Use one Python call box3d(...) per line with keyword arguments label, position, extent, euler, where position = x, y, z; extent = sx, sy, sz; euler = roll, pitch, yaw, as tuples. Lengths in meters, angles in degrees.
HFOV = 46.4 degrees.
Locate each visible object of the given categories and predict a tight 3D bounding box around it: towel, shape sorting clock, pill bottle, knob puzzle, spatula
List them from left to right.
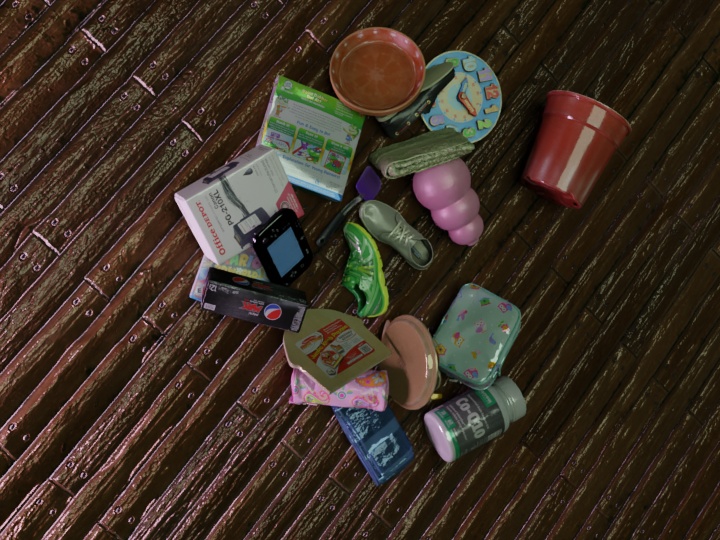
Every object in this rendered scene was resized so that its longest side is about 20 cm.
box3d(label="knob puzzle", position=(-0.067, 0.148, 1.661), extent=(0.216, 0.221, 0.031), euler=(-3, 133, -18))
box3d(label="spatula", position=(-0.026, -0.126, 1.735), extent=(0.201, 0.020, 0.057), euler=(-50, 119, -11))
box3d(label="towel", position=(0.028, 0.329, 1.728), extent=(0.111, 0.048, 0.202), euler=(-33, 98, -17))
box3d(label="towel", position=(0.123, -0.244, 1.720), extent=(0.197, 0.149, 0.037), euler=(-20, 115, -8))
box3d(label="shape sorting clock", position=(0.215, -0.374, 1.815), extent=(0.197, 0.039, 0.204), euler=(1, 88, -19))
box3d(label="pill bottle", position=(0.242, 0.308, 1.767), extent=(0.198, 0.113, 0.115), euler=(-25, 96, -18))

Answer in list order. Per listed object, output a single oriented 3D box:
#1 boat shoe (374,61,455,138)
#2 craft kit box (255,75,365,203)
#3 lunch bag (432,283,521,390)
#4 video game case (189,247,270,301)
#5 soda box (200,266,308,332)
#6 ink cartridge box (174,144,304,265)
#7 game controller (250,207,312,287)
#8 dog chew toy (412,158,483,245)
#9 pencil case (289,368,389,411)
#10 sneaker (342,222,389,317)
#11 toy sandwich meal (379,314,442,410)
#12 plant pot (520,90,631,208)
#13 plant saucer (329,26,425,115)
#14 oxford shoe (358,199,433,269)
box3d(label="boat shoe", position=(0.121, -0.359, 1.758), extent=(0.201, 0.074, 0.063), euler=(-41, 122, -5))
box3d(label="craft kit box", position=(-0.106, -0.263, 1.702), extent=(0.197, 0.048, 0.201), euler=(19, 85, -17))
box3d(label="lunch bag", position=(0.241, 0.144, 1.759), extent=(0.159, 0.077, 0.202), euler=(27, 76, 15))
box3d(label="video game case", position=(-0.238, -0.019, 1.663), extent=(0.141, 0.018, 0.203), euler=(21, 82, -16))
box3d(label="soda box", position=(-0.204, 0.057, 1.615), extent=(0.197, 0.071, 0.064), euler=(16, 109, -15))
box3d(label="ink cartridge box", position=(-0.229, -0.125, 1.597), extent=(0.199, 0.084, 0.146), euler=(-32, 115, -15))
box3d(label="game controller", position=(-0.148, -0.039, 1.618), extent=(0.104, 0.201, 0.042), euler=(-35, 60, -10))
box3d(label="dog chew toy", position=(0.193, -0.143, 1.764), extent=(0.124, 0.124, 0.202), euler=(-36, 108, -16))
box3d(label="pencil case", position=(-0.042, 0.231, 1.659), extent=(0.196, 0.087, 0.089), euler=(4, 87, 1))
box3d(label="sneaker", position=(0.000, 0.000, 1.714), extent=(0.083, 0.074, 0.203), euler=(-18, 95, -22))
box3d(label="toy sandwich meal", position=(0.106, 0.181, 1.684), extent=(0.069, 0.204, 0.209), euler=(-2, 89, -34))
box3d(label="plant pot", position=(0.452, -0.253, 1.822), extent=(0.199, 0.201, 0.197), euler=(27, 89, -16))
box3d(label="plant saucer", position=(0.035, -0.406, 1.724), extent=(0.197, 0.032, 0.204), euler=(0, 69, 1))
box3d(label="oxford shoe", position=(0.081, -0.076, 1.749), extent=(0.200, 0.058, 0.076), euler=(42, 80, -15))
